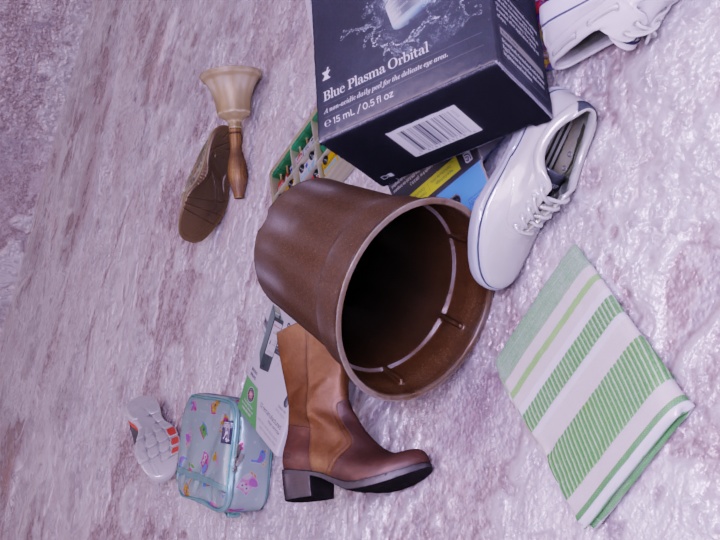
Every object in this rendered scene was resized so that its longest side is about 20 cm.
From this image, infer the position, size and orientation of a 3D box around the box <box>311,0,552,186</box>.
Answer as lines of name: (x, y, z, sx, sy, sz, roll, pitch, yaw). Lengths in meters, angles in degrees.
box: (0.061, -0.218, 0.957, 0.194, 0.117, 0.204, -19, 62, 31)

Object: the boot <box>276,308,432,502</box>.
boot: (-0.010, 0.144, 1.113, 0.186, 0.068, 0.204, -16, 67, 36)

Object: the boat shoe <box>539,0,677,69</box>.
boat shoe: (0.237, -0.227, 0.881, 0.199, 0.072, 0.067, -13, 83, 62)

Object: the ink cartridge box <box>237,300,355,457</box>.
ink cartridge box: (-0.069, 0.112, 1.257, 0.146, 0.083, 0.204, 33, 108, 58)

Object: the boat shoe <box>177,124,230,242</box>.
boat shoe: (-0.255, -0.144, 1.691, 0.062, 0.072, 0.203, 15, 82, 66)

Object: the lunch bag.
lunch bag: (-0.196, 0.260, 1.430, 0.199, 0.076, 0.164, -3, 77, 59)

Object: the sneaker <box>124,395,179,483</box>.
sneaker: (-0.346, 0.298, 1.707, 0.201, 0.076, 0.083, -123, 26, -52)

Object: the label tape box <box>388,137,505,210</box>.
label tape box: (0.084, -0.139, 1.090, 0.144, 0.062, 0.203, -37, 70, 48)

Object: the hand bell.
hand bell: (-0.201, -0.217, 1.625, 0.103, 0.102, 0.205, -13, 81, 57)

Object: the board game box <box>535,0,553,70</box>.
board game box: (0.191, -0.302, 1.000, 0.201, 0.038, 0.160, -50, 40, 40)

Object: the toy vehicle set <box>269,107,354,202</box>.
toy vehicle set: (-0.067, -0.145, 1.402, 0.200, 0.026, 0.126, -48, 42, 42)

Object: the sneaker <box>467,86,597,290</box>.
sneaker: (0.159, -0.073, 0.943, 0.071, 0.072, 0.204, 39, 113, 60)

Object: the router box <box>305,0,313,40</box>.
router box: (0.005, -0.322, 1.231, 0.180, 0.048, 0.203, -48, 43, 43)

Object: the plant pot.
plant pot: (0.000, 0.000, 1.031, 0.197, 0.198, 0.204, 27, 103, 48)

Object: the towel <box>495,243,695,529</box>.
towel: (0.194, 0.098, 0.876, 0.154, 0.023, 0.201, -61, 33, 27)
